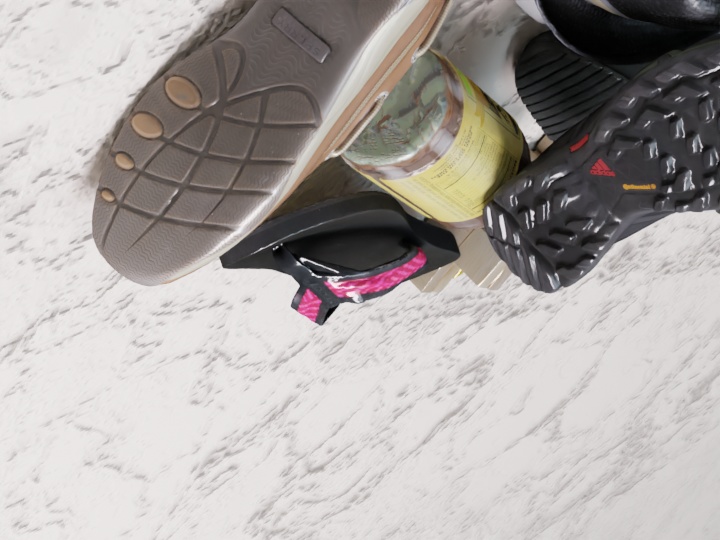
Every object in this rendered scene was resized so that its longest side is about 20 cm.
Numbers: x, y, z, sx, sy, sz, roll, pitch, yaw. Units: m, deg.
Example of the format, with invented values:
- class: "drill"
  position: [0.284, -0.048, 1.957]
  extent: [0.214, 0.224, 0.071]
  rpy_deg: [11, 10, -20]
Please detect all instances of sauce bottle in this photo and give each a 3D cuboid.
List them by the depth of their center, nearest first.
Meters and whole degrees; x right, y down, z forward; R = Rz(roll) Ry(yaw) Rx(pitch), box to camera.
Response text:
- class: "sauce bottle"
  position: [0.041, -0.055, 1.246]
  extent: [0.065, 0.065, 0.200]
  rpy_deg: [-46, 159, 5]

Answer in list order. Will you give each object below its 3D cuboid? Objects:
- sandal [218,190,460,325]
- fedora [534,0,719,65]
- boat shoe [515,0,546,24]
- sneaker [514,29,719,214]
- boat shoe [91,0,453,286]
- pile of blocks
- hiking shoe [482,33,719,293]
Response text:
- class: "sandal"
  position: [0.000, 0.000, 1.266]
  extent: [0.075, 0.045, 0.200]
  rpy_deg: [-20, 167, 21]
- class: "fedora"
  position: [0.171, -0.162, 1.166]
  extent: [0.201, 0.092, 0.201]
  rpy_deg: [-20, 128, -28]
- class: "boat shoe"
  position: [0.154, -0.139, 1.282]
  extent: [0.200, 0.066, 0.072]
  rpy_deg: [-13, 143, -51]
- class: "sneaker"
  position: [0.158, -0.092, 1.349]
  extent: [0.200, 0.089, 0.074]
  rpy_deg: [23, 154, -35]
- class: "boat shoe"
  position: [-0.027, -0.070, 1.093]
  extent: [0.200, 0.076, 0.072]
  rpy_deg: [-46, 160, 10]
- class: "pile of blocks"
  position: [0.113, -0.034, 1.404]
  extent: [0.200, 0.062, 0.082]
  rpy_deg: [-36, 156, -18]
- class: "hiking shoe"
  position: [0.143, -0.067, 1.199]
  extent: [0.200, 0.076, 0.101]
  rpy_deg: [-27, -166, 40]
